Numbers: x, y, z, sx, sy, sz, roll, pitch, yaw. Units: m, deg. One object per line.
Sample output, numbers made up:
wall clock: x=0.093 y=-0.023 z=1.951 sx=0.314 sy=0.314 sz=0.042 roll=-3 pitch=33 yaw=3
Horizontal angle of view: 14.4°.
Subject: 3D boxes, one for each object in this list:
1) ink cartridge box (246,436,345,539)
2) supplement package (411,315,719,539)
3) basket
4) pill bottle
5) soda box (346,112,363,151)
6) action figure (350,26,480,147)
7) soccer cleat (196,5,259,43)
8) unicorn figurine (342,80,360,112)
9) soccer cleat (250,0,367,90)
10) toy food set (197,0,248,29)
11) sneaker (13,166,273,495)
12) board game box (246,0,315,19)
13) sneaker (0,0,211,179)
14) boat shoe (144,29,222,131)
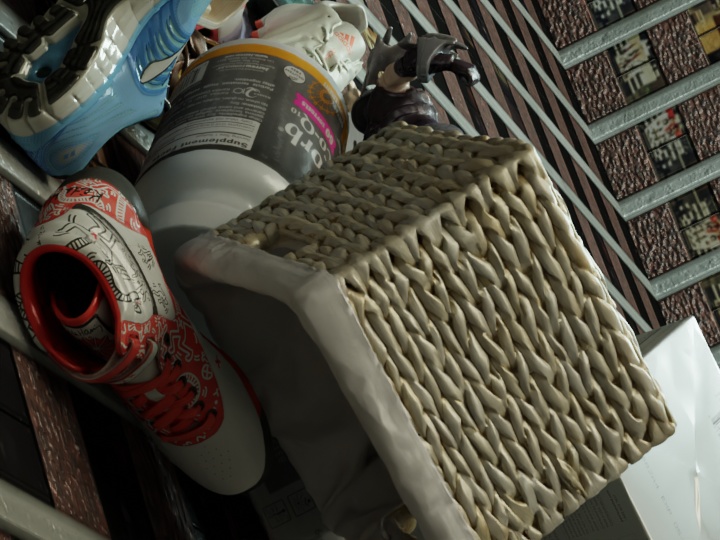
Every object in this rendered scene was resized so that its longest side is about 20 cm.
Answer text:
ink cartridge box: x=-0.043 y=0.138 z=1.721 sx=0.163 sy=0.057 sz=0.200 roll=64 pitch=-8 yaw=-3
supplement package: x=0.123 y=0.146 z=1.713 sx=0.150 sy=0.199 sz=0.153 roll=-35 pitch=100 yaw=-52
basket: x=0.032 y=0.039 z=1.526 sx=0.201 sy=0.160 sz=0.198 roll=59 pitch=-16 yaw=-18
pill bottle: x=-0.076 y=-0.043 z=1.689 sx=0.117 sy=0.116 sz=0.201 roll=58 pitch=25 yaw=-26
soda box: x=0.000 y=0.000 z=1.787 sx=0.064 sy=0.068 sz=0.201 roll=119 pitch=-21 yaw=-54
action figure: x=0.047 y=-0.067 z=1.704 sx=0.200 sy=0.069 sz=0.131 roll=-133 pitch=-146 yaw=-53
soccer cleat: x=-0.110 y=-0.169 z=1.943 sx=0.068 sy=0.073 sz=0.200 roll=32 pitch=-14 yaw=3
unicorn figurine: x=-0.022 y=-0.024 z=1.982 sx=0.138 sy=0.073 sz=0.201 roll=-92 pitch=175 yaw=-45
soccer cleat: x=-0.036 y=-0.134 z=1.866 sx=0.200 sy=0.077 sz=0.070 roll=-83 pitch=155 yaw=-64
toy food set: x=-0.150 y=-0.222 z=1.761 sx=0.143 sy=0.061 sz=0.200 roll=38 pitch=7 yaw=14
sneaker: x=-0.118 y=0.052 z=1.501 sx=0.202 sy=0.067 sz=0.108 roll=63 pitch=19 yaw=-15
board game box: x=-0.101 y=-0.215 z=1.986 sx=0.135 sy=0.028 sz=0.200 roll=22 pitch=-20 yaw=41
sneaker: x=-0.133 y=-0.133 z=1.616 sx=0.078 sy=0.200 sz=0.090 roll=25 pitch=-28 yaw=33
boat shoe: x=-0.131 y=-0.136 z=1.788 sx=0.072 sy=0.067 sz=0.200 roll=70 pitch=14 yaw=10
